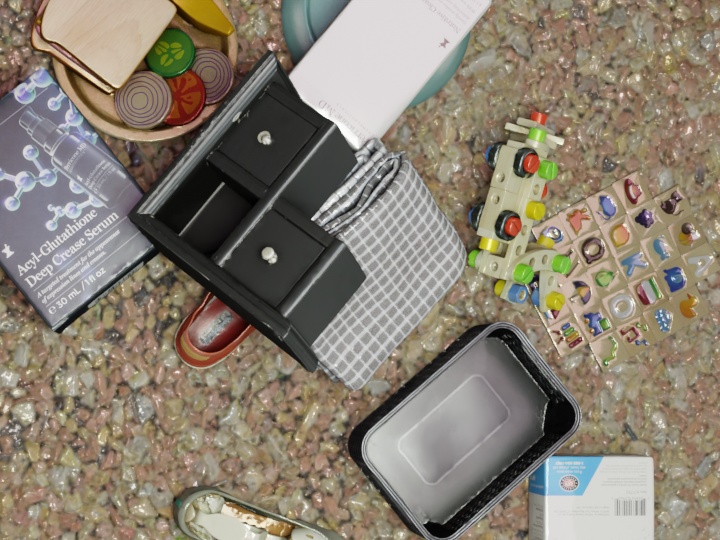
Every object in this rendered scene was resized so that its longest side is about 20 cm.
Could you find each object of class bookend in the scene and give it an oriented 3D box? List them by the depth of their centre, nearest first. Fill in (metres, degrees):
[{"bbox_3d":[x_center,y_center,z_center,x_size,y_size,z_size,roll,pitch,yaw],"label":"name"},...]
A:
[{"bbox_3d":[-0.063,-0.053,1.356,0.200,0.092,0.199,37,82,26],"label":"bookend"}]

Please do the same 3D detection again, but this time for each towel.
[{"bbox_3d":[0.000,0.000,1.463,0.200,0.085,0.166,-47,137,-10],"label":"towel"}]

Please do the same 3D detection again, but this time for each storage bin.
[{"bbox_3d":[0.101,0.158,1.508,0.200,0.094,0.136,-40,93,-9],"label":"storage bin"}]

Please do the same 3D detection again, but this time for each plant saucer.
[{"bbox_3d":[0.019,-0.262,1.559,0.198,0.027,0.202,1,86,-8],"label":"plant saucer"}]

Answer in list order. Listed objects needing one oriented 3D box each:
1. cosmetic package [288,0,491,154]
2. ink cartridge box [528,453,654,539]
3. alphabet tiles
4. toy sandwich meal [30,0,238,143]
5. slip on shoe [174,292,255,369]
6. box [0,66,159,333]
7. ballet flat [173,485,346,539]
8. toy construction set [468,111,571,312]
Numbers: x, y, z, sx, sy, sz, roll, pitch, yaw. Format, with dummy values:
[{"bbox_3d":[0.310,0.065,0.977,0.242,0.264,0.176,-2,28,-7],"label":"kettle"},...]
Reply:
[{"bbox_3d":[0.021,-0.218,1.499,0.113,0.081,0.201,38,85,-7],"label":"cosmetic package"},{"bbox_3d":[0.230,0.286,1.531,0.115,0.068,0.202,2,86,-9],"label":"ink cartridge box"},{"bbox_3d":[0.270,0.000,1.589,0.199,0.006,0.167,-28,90,-10],"label":"alphabet tiles"},{"bbox_3d":[-0.215,-0.225,1.497,0.203,0.070,0.207,1,86,-9],"label":"toy sandwich meal"},{"bbox_3d":[-0.104,0.016,1.503,0.074,0.061,0.200,45,80,-2],"label":"slip on shoe"},{"bbox_3d":[-0.294,-0.064,1.455,0.148,0.107,0.200,-40,92,-9],"label":"box"},{"bbox_3d":[-0.089,0.266,1.485,0.198,0.064,0.068,23,83,-7],"label":"ballet flat"},{"bbox_3d":[0.166,-0.065,1.520,0.131,0.092,0.202,14,79,-47],"label":"toy construction set"}]
